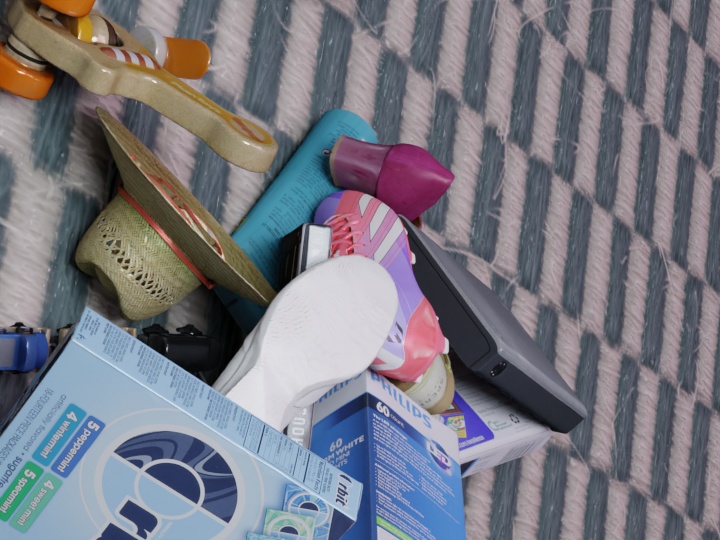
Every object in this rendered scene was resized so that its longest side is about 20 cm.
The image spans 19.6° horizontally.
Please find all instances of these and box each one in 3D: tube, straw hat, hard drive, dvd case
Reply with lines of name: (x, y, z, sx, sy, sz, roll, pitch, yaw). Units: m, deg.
tube: (-0.051, -0.039, 1.565, 0.078, 0.050, 0.200, 52, 49, -24)
straw hat: (-0.142, -0.013, 1.383, 0.085, 0.201, 0.201, -43, 133, 2)
hard drive: (0.094, 0.045, 1.582, 0.140, 0.033, 0.200, 53, 8, 29)
dvd case: (-0.048, 0.071, 1.456, 0.150, 0.025, 0.201, 164, -68, -82)

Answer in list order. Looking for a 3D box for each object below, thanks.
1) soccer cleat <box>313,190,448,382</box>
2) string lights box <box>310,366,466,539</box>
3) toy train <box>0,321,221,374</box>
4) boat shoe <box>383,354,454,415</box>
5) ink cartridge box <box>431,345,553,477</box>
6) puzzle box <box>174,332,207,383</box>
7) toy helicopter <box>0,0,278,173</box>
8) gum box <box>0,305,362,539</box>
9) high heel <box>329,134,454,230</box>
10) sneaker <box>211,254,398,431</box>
soccer cleat: (0.000, 0.000, 1.461, 0.076, 0.067, 0.200, 28, 24, -37)
string lights box: (0.019, 0.166, 1.386, 0.103, 0.059, 0.200, 40, 29, -29)
toy train: (-0.172, 0.052, 1.338, 0.200, 0.046, 0.034, 2, 98, -41)
boat shoe: (0.011, 0.039, 1.539, 0.066, 0.074, 0.200, 44, 12, -39)
ink cartridge box: (0.035, 0.076, 1.619, 0.200, 0.043, 0.198, 49, 30, 19)
puzzle box: (-0.119, 0.149, 1.394, 0.200, 0.025, 0.133, -80, 149, -60)
toy helicopter: (-0.138, -0.123, 1.349, 0.079, 0.200, 0.132, -59, 172, 16)
gum box: (-0.128, 0.142, 1.250, 0.200, 0.170, 0.045, 33, 26, -10)
high heel: (0.042, -0.039, 1.598, 0.068, 0.096, 0.200, -67, 159, -12)
sneaker: (-0.059, 0.069, 1.346, 0.075, 0.088, 0.200, 46, 67, -8)
